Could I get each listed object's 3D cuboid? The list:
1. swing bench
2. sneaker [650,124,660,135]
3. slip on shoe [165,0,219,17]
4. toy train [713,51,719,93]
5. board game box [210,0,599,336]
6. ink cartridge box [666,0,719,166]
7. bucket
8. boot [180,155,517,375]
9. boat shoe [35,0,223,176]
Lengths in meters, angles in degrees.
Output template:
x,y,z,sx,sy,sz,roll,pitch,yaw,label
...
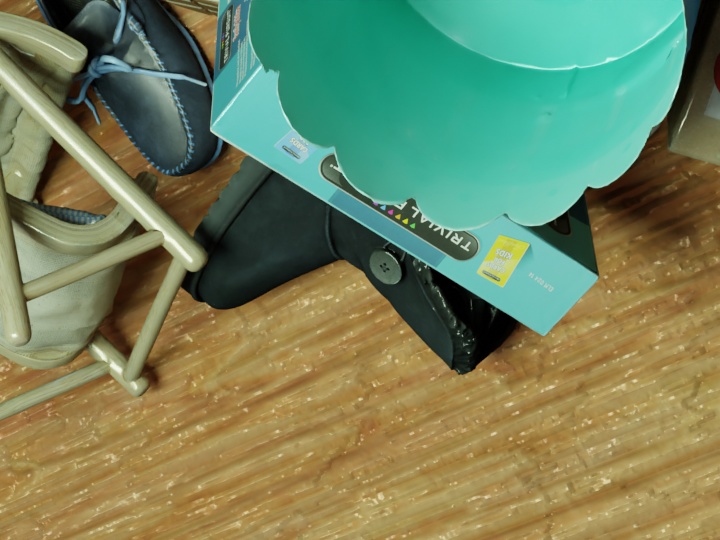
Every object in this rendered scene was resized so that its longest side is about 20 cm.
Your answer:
x,y,z,sx,sy,sz,roll,pitch,yaw,label
-0.203,-0.026,1.458,0.201,0.129,0.199,60,154,14,swing bench
0.146,-0.146,1.263,0.087,0.075,0.200,53,125,19,sneaker
-0.026,-0.155,1.383,0.199,0.076,0.061,19,88,29,slip on shoe
0.219,-0.076,1.105,0.085,0.115,0.201,-115,18,-60,toy train
0.021,-0.072,1.261,0.199,0.151,0.047,32,118,-19,board game box
0.244,-0.130,1.154,0.164,0.075,0.201,16,114,0,ink cartridge box
0.060,-0.137,1.133,0.206,0.135,0.208,9,123,14,bucket
0.000,0.000,1.398,0.168,0.076,0.200,44,133,9,boot
-0.156,-0.136,1.475,0.084,0.069,0.200,-43,78,35,boat shoe
